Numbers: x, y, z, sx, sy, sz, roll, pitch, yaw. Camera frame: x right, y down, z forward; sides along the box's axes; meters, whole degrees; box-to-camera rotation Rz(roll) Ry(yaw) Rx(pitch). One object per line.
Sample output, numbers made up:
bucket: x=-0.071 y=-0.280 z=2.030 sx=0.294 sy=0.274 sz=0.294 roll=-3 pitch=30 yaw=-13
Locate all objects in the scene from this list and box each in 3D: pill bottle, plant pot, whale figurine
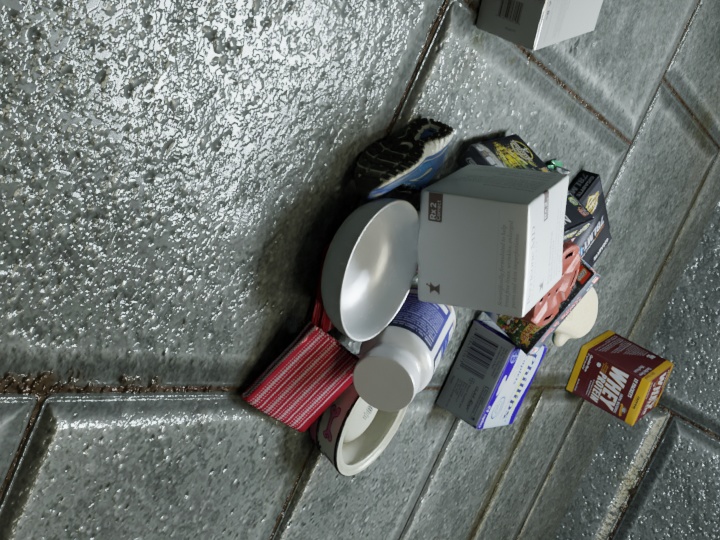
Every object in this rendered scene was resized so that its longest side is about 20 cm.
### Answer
pill bottle: x=0.064 y=0.113 z=1.519 sx=0.200 sy=0.114 sz=0.117 roll=-55 pitch=159 yaw=-56
plant pot: x=0.253 y=-0.014 z=1.737 sx=0.200 sy=0.194 sz=0.203 roll=-40 pitch=146 yaw=-34
whale figurine: x=0.421 y=0.083 z=2.236 sx=0.198 sy=0.103 sz=0.162 roll=-8 pitch=106 yaw=-31

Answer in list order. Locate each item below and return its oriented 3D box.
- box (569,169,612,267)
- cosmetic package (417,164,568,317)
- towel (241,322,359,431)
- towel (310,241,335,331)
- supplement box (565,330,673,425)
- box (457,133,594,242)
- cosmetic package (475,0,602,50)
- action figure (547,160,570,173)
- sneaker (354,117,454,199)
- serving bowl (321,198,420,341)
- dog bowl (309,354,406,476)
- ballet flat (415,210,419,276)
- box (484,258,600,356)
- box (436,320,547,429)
box: x=0.443 y=-0.068 z=2.129 sx=0.200 sy=0.049 sz=0.200 roll=-49 pitch=137 yaw=-23
cosmetic package: x=0.194 y=-0.050 z=1.495 sx=0.200 sy=0.163 sz=0.167 roll=-33 pitch=128 yaw=-58
towel: x=-0.078 y=0.157 z=1.477 sx=0.145 sy=0.022 sz=0.200 roll=-46 pitch=150 yaw=-1
towel: x=0.000 y=0.000 z=1.509 sx=0.199 sy=0.022 sz=0.146 roll=-26 pitch=134 yaw=-51
supplement box: x=0.689 y=0.281 z=2.730 sx=0.196 sy=0.199 sz=0.134 roll=-16 pitch=129 yaw=-53
box: x=0.268 y=-0.127 z=1.660 sx=0.160 sy=0.201 sz=0.049 roll=-20 pitch=155 yaw=-49
cosmetic package: x=0.271 y=-0.396 z=1.522 sx=0.199 sy=0.107 sz=0.086 roll=-25 pitch=136 yaw=-47
action figure: x=0.338 y=-0.103 z=1.959 sx=0.118 sy=0.054 sz=0.202 roll=-23 pitch=138 yaw=-54
sneaker: x=0.063 y=-0.138 z=1.433 sx=0.199 sy=0.078 sz=0.090 roll=-33 pitch=139 yaw=-43
serving bowl: x=0.005 y=-0.009 z=1.416 sx=0.200 sy=0.065 sz=0.202 roll=-39 pitch=140 yaw=-42
dog bowl: x=-0.003 y=0.223 z=1.649 sx=0.200 sy=0.073 sz=0.202 roll=-39 pitch=144 yaw=-36
ballet flat: x=0.116 y=-0.077 z=1.600 sx=0.200 sy=0.068 sz=0.072 roll=-48 pitch=129 yaw=-35
box: x=0.336 y=0.040 z=1.937 sx=0.201 sy=0.137 sz=0.038 roll=-52 pitch=150 yaw=14
box: x=0.265 y=0.207 z=2.053 sx=0.199 sy=0.104 sz=0.186 roll=7 pitch=110 yaw=-61
